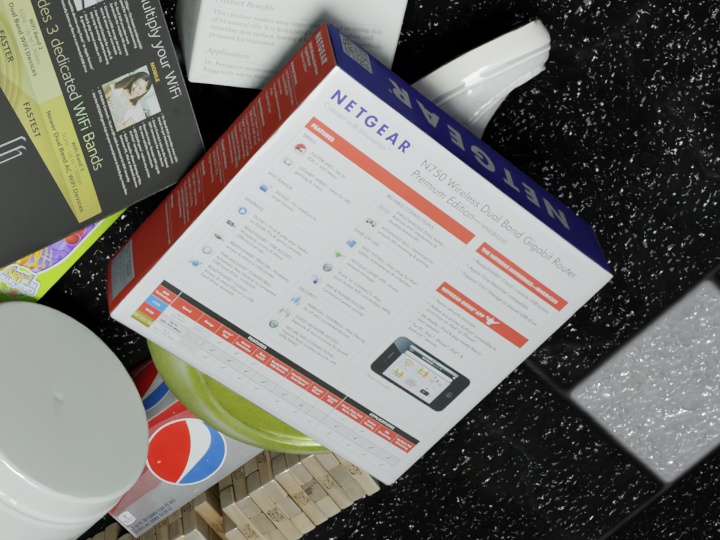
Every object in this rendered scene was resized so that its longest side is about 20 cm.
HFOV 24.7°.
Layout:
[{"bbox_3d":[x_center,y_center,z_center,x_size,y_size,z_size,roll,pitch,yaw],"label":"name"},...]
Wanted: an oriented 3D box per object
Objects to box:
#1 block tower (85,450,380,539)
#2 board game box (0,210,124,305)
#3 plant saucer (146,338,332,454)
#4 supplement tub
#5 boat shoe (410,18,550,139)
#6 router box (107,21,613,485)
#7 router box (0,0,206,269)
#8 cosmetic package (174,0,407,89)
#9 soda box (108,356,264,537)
[{"bbox_3d":[-0.086,0.159,1.063,0.199,0.058,0.054,-32,124,10],"label":"block tower"},{"bbox_3d":[-0.218,-0.081,0.883,0.134,0.045,0.199,-44,121,16],"label":"board game box"},{"bbox_3d":[-0.022,0.033,0.926,0.197,0.031,0.202,-4,124,-6],"label":"plant saucer"},{"bbox_3d":[-0.227,0.124,0.938,0.131,0.133,0.200,32,124,-28],"label":"supplement tub"},{"bbox_3d":[0.031,-0.063,0.922,0.199,0.072,0.069,-34,92,10],"label":"boat shoe"},{"bbox_3d":[0.000,0.000,0.857,0.199,0.049,0.179,35,113,-28],"label":"router box"},{"bbox_3d":[-0.175,-0.114,0.802,0.156,0.052,0.202,-28,114,-29],"label":"router box"},{"bbox_3d":[-0.024,-0.195,0.834,0.112,0.081,0.202,6,120,-17],"label":"cosmetic package"},{"bbox_3d":[-0.083,0.072,1.002,0.199,0.064,0.070,-35,122,10],"label":"soda box"}]
